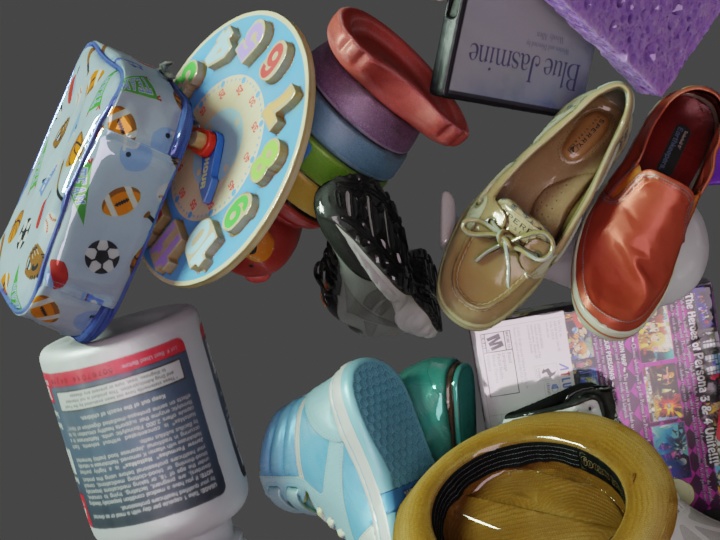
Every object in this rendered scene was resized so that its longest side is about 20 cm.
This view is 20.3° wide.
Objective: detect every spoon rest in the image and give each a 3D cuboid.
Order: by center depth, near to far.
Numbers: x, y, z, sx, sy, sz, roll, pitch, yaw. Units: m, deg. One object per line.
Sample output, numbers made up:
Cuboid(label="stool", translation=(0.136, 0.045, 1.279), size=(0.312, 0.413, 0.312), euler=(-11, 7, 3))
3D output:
Cuboid(label="spoon rest", translation=(0.152, -0.024, 1.442), size=(0.199, 0.061, 0.100), euler=(5, 72, -5))

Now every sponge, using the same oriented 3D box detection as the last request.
Cuboid(label="sponge", translation=(0.170, -0.221, 1.376), size=(0.200, 0.030, 0.112), euler=(39, 81, -29))

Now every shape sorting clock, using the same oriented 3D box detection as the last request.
Cuboid(label="shape sorting clock", translation=(-0.099, -0.085, 1.381), size=(0.039, 0.200, 0.201), euler=(18, 99, -34))

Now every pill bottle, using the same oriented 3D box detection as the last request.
Cuboid(label="pill bottle", translation=(-0.147, 0.135, 1.438), size=(0.119, 0.120, 0.201), euler=(-16, 96, 3))

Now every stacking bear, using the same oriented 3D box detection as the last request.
Cuboid(label="stacking bear", translation=(-0.037, -0.077, 1.415), size=(0.121, 0.114, 0.200), euler=(37, 108, -20))

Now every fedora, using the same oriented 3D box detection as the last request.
Cuboid(label="fedora", translation=(0.122, 0.183, 1.342), size=(0.199, 0.201, 0.082), euler=(-20, 126, 4))

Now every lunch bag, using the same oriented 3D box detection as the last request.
Cuboid(label="lunch bag", translation=(-0.187, -0.061, 1.400), size=(0.075, 0.160, 0.201), euler=(23, 98, -23))

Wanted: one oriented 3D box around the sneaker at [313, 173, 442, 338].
Cuboid(label="sneaker", translation=(0.000, 0.000, 1.390), size=(0.079, 0.200, 0.074), euler=(-12, 62, 12))

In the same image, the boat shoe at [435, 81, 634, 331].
Cuboid(label="boat shoe", translation=(0.120, -0.049, 1.380), size=(0.073, 0.063, 0.201), euler=(33, 76, 3))

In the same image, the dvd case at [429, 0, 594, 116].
Cuboid(label="dvd case", translation=(0.122, -0.211, 1.394), size=(0.142, 0.017, 0.201), euler=(4, 100, -43))

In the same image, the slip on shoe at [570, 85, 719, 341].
Cuboid(label="slip on shoe", translation=(0.201, -0.045, 1.391), size=(0.074, 0.061, 0.201), euler=(27, 73, 1))

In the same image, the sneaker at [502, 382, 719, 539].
Cuboid(label="sneaker", translation=(0.188, 0.145, 1.416), size=(0.199, 0.076, 0.116), euler=(13, 100, 2))

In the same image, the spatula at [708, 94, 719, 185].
Cuboid(label="spatula", translation=(0.275, -0.028, 1.456), size=(0.056, 0.021, 0.201), euler=(-10, 99, 14))

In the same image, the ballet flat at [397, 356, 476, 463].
Cuboid(label="ballet flat", translation=(0.058, 0.162, 1.473), size=(0.070, 0.067, 0.201), euler=(-4, 98, 26))

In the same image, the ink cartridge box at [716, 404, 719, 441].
Cuboid(label="ink cartridge box", translation=(0.354, 0.073, 1.364), size=(0.144, 0.200, 0.146), euler=(5, 98, -15))

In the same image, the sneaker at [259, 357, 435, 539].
Cuboid(label="sneaker", translation=(-0.004, 0.174, 1.439), size=(0.130, 0.079, 0.201), euler=(-25, 76, 41))

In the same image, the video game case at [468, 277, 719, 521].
Cuboid(label="video game case", translation=(0.182, 0.118, 1.470), size=(0.180, 0.036, 0.201), euler=(-10, 97, 3))
